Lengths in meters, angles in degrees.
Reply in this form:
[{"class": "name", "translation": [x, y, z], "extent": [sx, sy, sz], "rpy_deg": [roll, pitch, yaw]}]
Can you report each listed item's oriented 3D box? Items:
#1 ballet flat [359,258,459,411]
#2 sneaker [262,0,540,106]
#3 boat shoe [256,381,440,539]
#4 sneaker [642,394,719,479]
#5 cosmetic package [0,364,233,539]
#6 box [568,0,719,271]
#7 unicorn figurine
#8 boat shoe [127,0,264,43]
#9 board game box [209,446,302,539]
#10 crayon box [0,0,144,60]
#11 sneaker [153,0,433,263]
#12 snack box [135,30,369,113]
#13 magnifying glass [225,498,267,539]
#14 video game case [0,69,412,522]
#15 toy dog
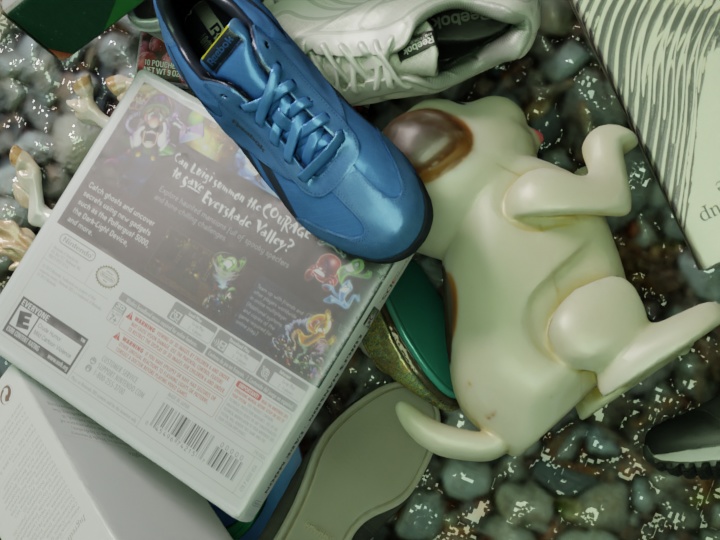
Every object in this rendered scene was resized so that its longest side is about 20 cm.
[{"class": "ballet flat", "translation": [0.000, 0.000, 0.975], "extent": [0.070, 0.071, 0.201], "rpy_deg": [-28, 86, 11]}, {"class": "sneaker", "translation": [0.006, -0.126, 0.902], "extent": [0.199, 0.081, 0.076], "rpy_deg": [-16, 119, 6]}, {"class": "boat shoe", "translation": [-0.023, 0.147, 0.952], "extent": [0.067, 0.057, 0.200], "rpy_deg": [40, 59, -7]}, {"class": "sneaker", "translation": [0.255, 0.061, 0.923], "extent": [0.199, 0.070, 0.091], "rpy_deg": [-14, 73, 11]}, {"class": "cosmetic package", "translation": [-0.138, 0.145, 0.895], "extent": [0.074, 0.101, 0.200], "rpy_deg": [-54, 45, 15]}, {"class": "box", "translation": [0.188, -0.105, 0.926], "extent": [0.082, 0.068, 0.201], "rpy_deg": [-27, 85, 9]}, {"class": "unicorn figurine", "translation": [-0.140, -0.054, 0.999], "extent": [0.137, 0.074, 0.200], "rpy_deg": [48, 119, 10]}, {"class": "boat shoe", "translation": [-0.046, -0.199, 0.920], "extent": [0.201, 0.065, 0.075], "rpy_deg": [-34, 85, 12]}, {"class": "board game box", "translation": [-0.123, 0.134, 1.013], "extent": [0.200, 0.039, 0.158], "rpy_deg": [-35, 88, 16]}, {"class": "crayon box", "translation": [-0.112, -0.221, 0.906], "extent": [0.199, 0.051, 0.127], "rpy_deg": [-32, 40, 23]}, {"class": "sneaker", "translation": [-0.043, -0.082, 0.842], "extent": [0.066, 0.078, 0.200], "rpy_deg": [-44, 68, 7]}, {"class": "snack box", "translation": [-0.053, -0.205, 0.982], "extent": [0.141, 0.053, 0.202], "rpy_deg": [9, 94, 10]}, {"class": "magnifying glass", "translation": [-0.067, 0.079, 0.960], "extent": [0.079, 0.022, 0.201], "rpy_deg": [32, 106, 9]}, {"class": "video game case", "translation": [-0.092, 0.009, 0.889], "extent": [0.199, 0.023, 0.182], "rpy_deg": [30, 87, 23]}, {"class": "toy dog", "translation": [0.082, -0.008, 0.917], "extent": [0.193, 0.140, 0.201], "rpy_deg": [-32, 79, 3]}]
